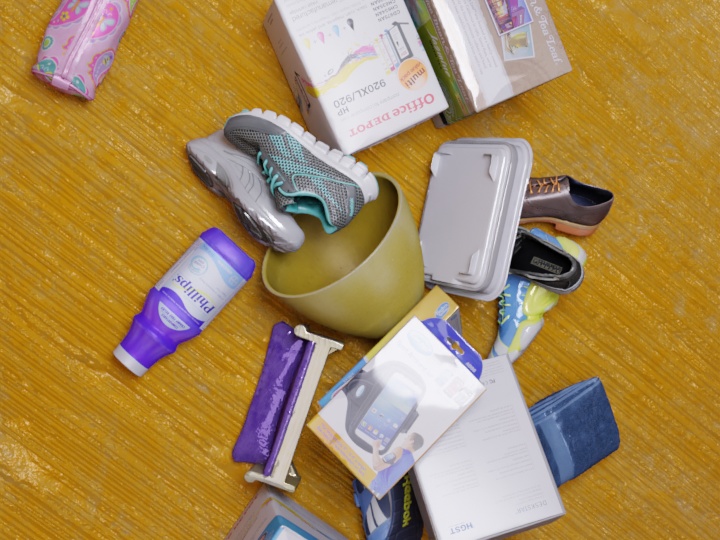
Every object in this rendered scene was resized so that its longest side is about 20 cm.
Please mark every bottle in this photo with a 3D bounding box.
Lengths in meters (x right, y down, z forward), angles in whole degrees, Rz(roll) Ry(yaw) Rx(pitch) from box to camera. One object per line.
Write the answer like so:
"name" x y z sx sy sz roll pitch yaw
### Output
"bottle" -0.221 0.041 1.239 0.084 0.065 0.200 44 84 -10

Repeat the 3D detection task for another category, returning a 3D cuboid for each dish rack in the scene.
"dish rack" 0.128 -0.070 1.245 0.043 0.171 0.201 11 91 -34

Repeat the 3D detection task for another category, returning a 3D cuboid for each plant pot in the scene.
"plant pot" 0.000 0.000 1.232 0.200 0.200 0.142 -43 124 -6

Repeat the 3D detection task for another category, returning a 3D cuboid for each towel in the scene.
"towel" 0.252 0.222 1.304 0.199 0.048 0.112 -22 93 -30

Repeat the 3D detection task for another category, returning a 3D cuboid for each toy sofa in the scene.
"toy sofa" -0.094 0.165 1.249 0.097 0.083 0.201 19 88 1

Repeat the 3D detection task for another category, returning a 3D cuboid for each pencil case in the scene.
"pencil case" -0.319 -0.307 1.203 0.087 0.087 0.201 26 88 -10

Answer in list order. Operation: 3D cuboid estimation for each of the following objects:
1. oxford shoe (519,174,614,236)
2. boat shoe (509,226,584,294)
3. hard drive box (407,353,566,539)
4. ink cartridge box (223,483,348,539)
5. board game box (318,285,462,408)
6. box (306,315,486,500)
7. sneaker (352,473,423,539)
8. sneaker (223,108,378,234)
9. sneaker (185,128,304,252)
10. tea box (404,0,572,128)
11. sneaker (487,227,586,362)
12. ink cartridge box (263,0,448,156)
"oxford shoe" 0.233 -0.103 1.303 0.199 0.073 0.072 9 55 -16
"boat shoe" 0.185 -0.029 1.266 0.199 0.064 0.071 19 82 27
"hard drive box" 0.133 0.221 1.196 0.155 0.077 0.201 -14 69 -8
"ink cartridge box" -0.090 0.374 1.205 0.146 0.200 0.147 36 86 -11
"board game box" 0.043 0.119 1.246 0.200 0.153 0.040 -44 73 -7
"box" 0.049 0.147 1.145 0.119 0.041 0.200 44 87 4
"sneaker" 0.033 0.303 1.296 0.074 0.082 0.201 -8 111 -41
"sneaker" -0.081 -0.114 1.163 0.199 0.078 0.091 28 65 10
"sneaker" -0.123 -0.110 1.223 0.099 0.078 0.200 -37 72 -16
"tea box" 0.135 -0.298 1.228 0.133 0.197 0.201 -24 95 -9
"sneaker" 0.206 0.032 1.324 0.105 0.076 0.200 35 87 11
"ink cartridge box" -0.009 -0.252 1.229 0.147 0.145 0.201 -25 97 -9
